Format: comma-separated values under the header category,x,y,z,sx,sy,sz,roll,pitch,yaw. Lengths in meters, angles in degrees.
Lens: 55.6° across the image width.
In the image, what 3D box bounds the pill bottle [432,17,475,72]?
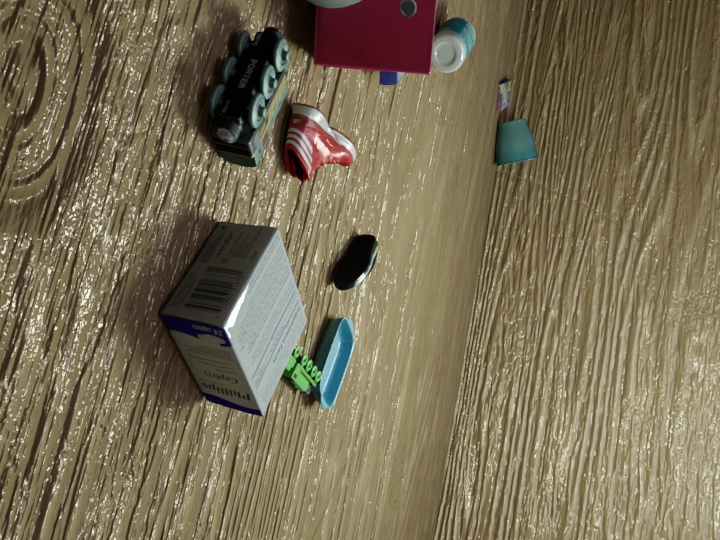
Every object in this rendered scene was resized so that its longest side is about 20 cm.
category,x,y,z,sx,sy,sz,roll,pitch,yaw
pill bottle,0.267,-0.655,1.958,0.201,0.108,0.113,-60,151,-48

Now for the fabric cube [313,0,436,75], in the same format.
category,x,y,z,sx,sy,sz,roll,pitch,yaw
fabric cube,0.031,-0.443,1.160,0.200,0.193,0.202,-74,169,-73

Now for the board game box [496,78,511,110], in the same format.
category,x,y,z,sx,sy,sz,roll,pitch,yaw
board game box,0.666,-0.817,3.165,0.200,0.031,0.124,-43,133,-60

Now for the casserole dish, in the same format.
category,x,y,z,sx,sy,sz,roll,pitch,yaw
casserole dish,-0.063,0.191,1.441,0.122,0.038,0.204,72,32,-51

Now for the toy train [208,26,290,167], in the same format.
category,x,y,z,sx,sy,sz,roll,pitch,yaw
toy train,-0.152,-0.246,0.968,0.115,0.083,0.204,88,16,-60

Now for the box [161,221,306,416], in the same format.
category,x,y,z,sx,sy,sz,roll,pitch,yaw
box,-0.171,0.068,0.982,0.203,0.102,0.186,77,28,-44

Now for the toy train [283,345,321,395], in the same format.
category,x,y,z,sx,sy,sz,roll,pitch,yaw
toy train,-0.121,0.180,1.271,0.057,0.041,0.201,-63,155,-21

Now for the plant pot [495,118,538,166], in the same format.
category,x,y,z,sx,sy,sz,roll,pitch,yaw
plant pot,0.716,-0.598,3.172,0.199,0.195,0.194,-24,105,-67

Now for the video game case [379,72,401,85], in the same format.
category,x,y,z,sx,sy,sz,roll,pitch,yaw
video game case,0.070,-0.526,1.492,0.182,0.044,0.206,-71,161,-64

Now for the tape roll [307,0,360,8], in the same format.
category,x,y,z,sx,sy,sz,roll,pitch,yaw
tape roll,-0.038,-0.501,1.007,0.066,0.195,0.207,9,89,-70

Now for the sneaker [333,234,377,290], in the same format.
category,x,y,z,sx,sy,sz,roll,pitch,yaw
sneaker,0.000,0.000,1.498,0.201,0.070,0.085,-57,150,-51

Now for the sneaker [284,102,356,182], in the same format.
category,x,y,z,sx,sy,sz,roll,pitch,yaw
sneaker,-0.081,-0.202,1.215,0.199,0.077,0.119,32,76,-56
